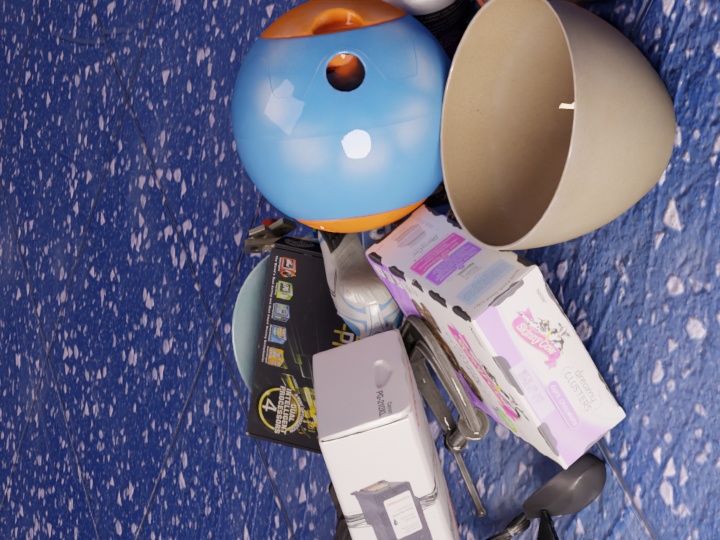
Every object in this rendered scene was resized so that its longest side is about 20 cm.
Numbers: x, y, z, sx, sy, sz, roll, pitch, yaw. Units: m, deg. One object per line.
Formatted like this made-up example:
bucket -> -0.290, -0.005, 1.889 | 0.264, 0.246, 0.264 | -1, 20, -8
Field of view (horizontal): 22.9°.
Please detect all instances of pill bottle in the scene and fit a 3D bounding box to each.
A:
pill bottle -> 0.045, -0.250, 1.613 | 0.201, 0.111, 0.113 | 91, 169, -62

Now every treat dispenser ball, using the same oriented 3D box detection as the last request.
treat dispenser ball -> -0.012, -0.134, 1.520 | 0.200, 0.199, 0.203 | -13, 75, 62

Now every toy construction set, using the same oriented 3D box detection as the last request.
toy construction set -> -0.052, 0.026, 1.881 | 0.131, 0.091, 0.202 | -45, 59, 53

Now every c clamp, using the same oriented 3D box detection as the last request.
c clamp -> 0.079, 0.119, 1.541 | 0.172, 0.027, 0.200 | 62, 172, 14

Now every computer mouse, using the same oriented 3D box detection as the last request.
computer mouse -> 0.149, 0.209, 1.492 | 0.034, 0.058, 0.200 | 54, 144, 12

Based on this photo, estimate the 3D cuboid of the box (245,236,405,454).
box -> -0.021, 0.081, 1.736 | 0.049, 0.160, 0.202 | -38, -41, -72

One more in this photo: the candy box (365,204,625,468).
candy box -> 0.109, 0.051, 1.467 | 0.168, 0.071, 0.200 | 57, 168, -27

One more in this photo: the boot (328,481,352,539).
boot -> -0.014, 0.282, 1.805 | 0.200, 0.069, 0.133 | -41, 48, 41

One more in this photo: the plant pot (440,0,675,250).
plant pot -> 0.168, -0.113, 1.399 | 0.200, 0.133, 0.203 | -12, 77, 62

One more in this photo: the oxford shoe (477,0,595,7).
oxford shoe -> 0.189, -0.255, 1.453 | 0.199, 0.073, 0.072 | -6, 86, 43

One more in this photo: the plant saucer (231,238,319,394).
plant saucer -> -0.031, 0.065, 1.784 | 0.039, 0.199, 0.203 | -30, -48, -70

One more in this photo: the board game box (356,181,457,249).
board game box -> 0.036, -0.115, 1.660 | 0.035, 0.134, 0.201 | 86, 166, -47

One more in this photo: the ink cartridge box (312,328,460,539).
ink cartridge box -> 0.026, 0.176, 1.525 | 0.145, 0.084, 0.202 | -98, -8, -62

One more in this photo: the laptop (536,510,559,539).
laptop -> 0.127, 0.331, 1.454 | 0.201, 0.102, 0.178 | 90, 165, -53

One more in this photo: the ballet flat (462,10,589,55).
ballet flat -> 0.149, -0.186, 1.534 | 0.200, 0.067, 0.073 | 14, 120, 63

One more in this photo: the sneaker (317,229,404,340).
sneaker -> 0.000, 0.000, 1.644 | 0.201, 0.071, 0.073 | -100, 6, -58
